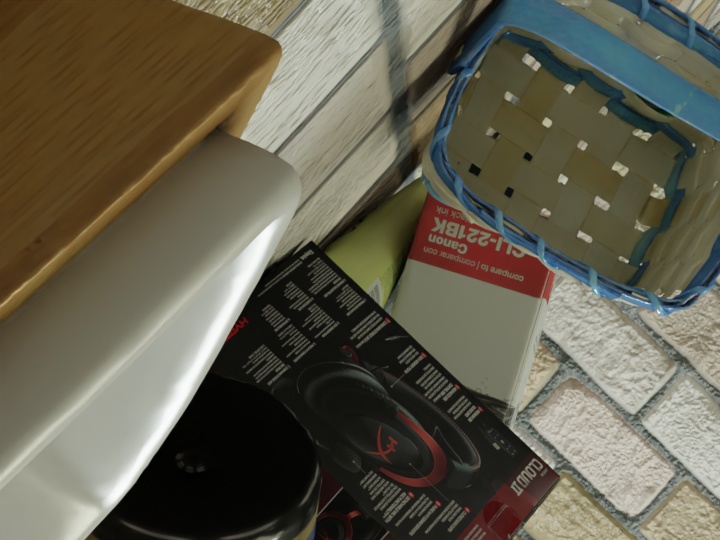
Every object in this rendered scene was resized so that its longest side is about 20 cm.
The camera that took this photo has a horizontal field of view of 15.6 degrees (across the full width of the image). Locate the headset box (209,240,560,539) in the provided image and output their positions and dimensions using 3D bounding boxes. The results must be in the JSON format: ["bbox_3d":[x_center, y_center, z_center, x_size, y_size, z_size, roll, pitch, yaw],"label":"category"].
[{"bbox_3d":[-0.001,0.098,1.288,0.075,0.200,0.149,-49,176,30],"label":"headset box"}]

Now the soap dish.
[{"bbox_3d":[-0.102,0.035,0.512,0.157,0.081,0.200,-45,175,-28],"label":"soap dish"}]

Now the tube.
[{"bbox_3d":[0.000,0.000,1.463,0.058,0.052,0.200,-15,-167,21],"label":"tube"}]

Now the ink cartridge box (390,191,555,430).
[{"bbox_3d":[0.051,0.064,1.494,0.144,0.083,0.201,60,46,-83],"label":"ink cartridge box"}]

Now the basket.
[{"bbox_3d":[0.117,-0.066,1.228,0.140,0.176,0.200,-61,-169,-8],"label":"basket"}]

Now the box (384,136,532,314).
[{"bbox_3d":[0.044,-0.004,1.839,0.200,0.046,0.159,-49,175,28],"label":"box"}]

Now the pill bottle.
[{"bbox_3d":[-0.080,0.153,1.152,0.112,0.111,0.201,-43,150,-45],"label":"pill bottle"}]
